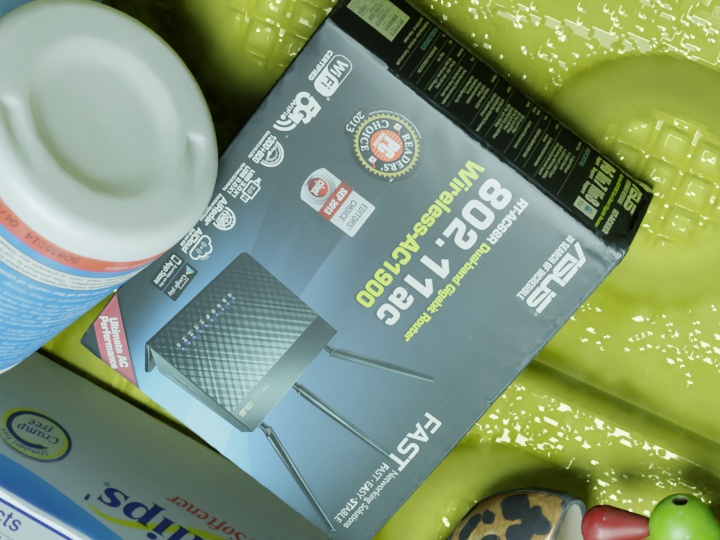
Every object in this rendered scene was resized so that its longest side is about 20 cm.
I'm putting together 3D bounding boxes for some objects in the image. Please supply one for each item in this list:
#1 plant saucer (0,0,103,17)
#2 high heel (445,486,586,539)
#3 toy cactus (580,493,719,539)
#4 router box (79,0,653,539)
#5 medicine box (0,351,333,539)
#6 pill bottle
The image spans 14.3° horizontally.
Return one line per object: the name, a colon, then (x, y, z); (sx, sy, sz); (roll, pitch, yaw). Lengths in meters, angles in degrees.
plant saucer: (-0.188, -0.163, 1.176); (0.200, 0.027, 0.200); (8, 118, 15)
high heel: (0.086, 0.196, 1.211); (0.143, 0.071, 0.200); (-46, 71, 36)
toy cactus: (0.185, 0.171, 1.189); (0.165, 0.102, 0.200); (-18, 101, 15)
router box: (0.000, 0.000, 1.173); (0.150, 0.062, 0.200); (37, 121, -3)
medicine box: (-0.130, 0.167, 1.277); (0.182, 0.103, 0.200); (29, 121, 3)
pill bottle: (-0.154, -0.020, 1.171); (0.112, 0.112, 0.200); (47, 136, -8)
